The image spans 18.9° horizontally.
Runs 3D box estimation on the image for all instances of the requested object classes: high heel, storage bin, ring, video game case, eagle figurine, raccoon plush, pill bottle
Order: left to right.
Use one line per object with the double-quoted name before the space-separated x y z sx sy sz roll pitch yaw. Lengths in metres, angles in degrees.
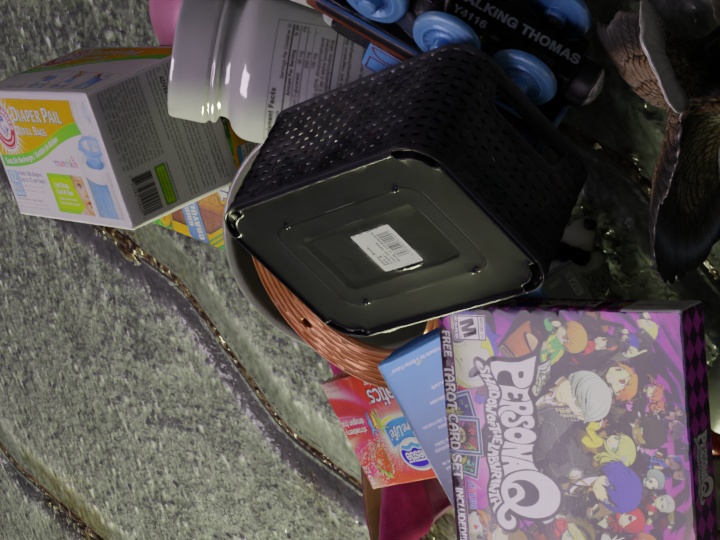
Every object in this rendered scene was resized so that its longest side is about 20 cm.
"pill bottle" -0.030 -0.140 1.522 0.199 0.114 0.114 9 136 1
"ring" 0.000 0.000 1.560 0.200 0.019 0.201 26 138 27
"high heel" 0.001 0.135 1.808 0.200 0.096 0.067 59 150 5
"storage bin" 0.028 -0.046 1.380 0.200 0.094 0.135 -16 128 46
"raccoon plush" 0.103 0.015 1.556 0.134 0.097 0.200 49 142 12
"video game case" 0.139 0.118 1.382 0.181 0.036 0.201 1 100 35
"eagle figurine" 0.203 -0.098 1.292 0.151 0.152 0.200 41 144 -4

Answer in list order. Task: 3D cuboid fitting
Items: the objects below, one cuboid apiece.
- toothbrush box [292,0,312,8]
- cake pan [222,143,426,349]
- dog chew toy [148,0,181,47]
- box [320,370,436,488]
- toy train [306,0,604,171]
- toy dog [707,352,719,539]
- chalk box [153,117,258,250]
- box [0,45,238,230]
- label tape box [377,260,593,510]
"toothbrush box" -0.011 -0.253 1.450 0.199 0.086 0.146 23 138 10
"cake pan" -0.003 -0.032 1.633 0.199 0.037 0.201 3 114 7
"dog chew toy" -0.078 -0.216 1.624 0.200 0.124 0.125 -23 94 57
"box" 0.068 0.099 1.678 0.200 0.095 0.100 -19 98 59
"toy train" 0.059 -0.151 1.384 0.200 0.087 0.114 29 150 1
"toy dog" 0.261 0.130 1.413 0.200 0.096 0.132 106 157 -66
"chalk box" -0.108 -0.104 1.756 0.200 0.124 0.125 18 128 50
"box" -0.198 -0.106 1.672 0.200 0.101 0.113 7 119 56
"label tape box" 0.123 0.114 1.466 0.143 0.066 0.200 -29 92 31
